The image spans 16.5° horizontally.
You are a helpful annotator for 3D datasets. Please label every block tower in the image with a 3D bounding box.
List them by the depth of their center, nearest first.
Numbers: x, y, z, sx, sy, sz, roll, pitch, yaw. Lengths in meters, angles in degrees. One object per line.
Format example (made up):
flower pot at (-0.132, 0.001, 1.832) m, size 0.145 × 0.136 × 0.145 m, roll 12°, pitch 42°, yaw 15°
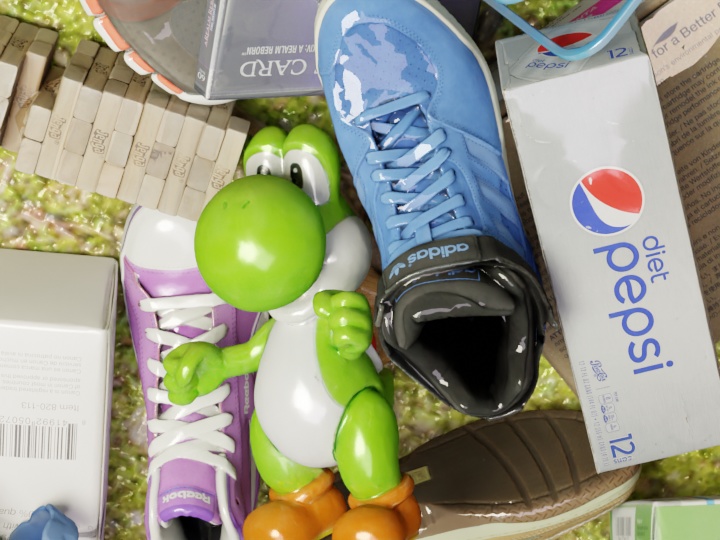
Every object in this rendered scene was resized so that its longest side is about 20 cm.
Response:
block tower at (-0.153, -0.081, 1.172) m, size 0.199 × 0.058 × 0.054 m, roll 18°, pitch 117°, yaw -4°

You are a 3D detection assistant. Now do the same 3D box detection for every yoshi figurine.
yoshi figurine at (-0.034, 0.036, 1.142) m, size 0.112 × 0.112 × 0.201 m, roll -10°, pitch 99°, yaw -9°

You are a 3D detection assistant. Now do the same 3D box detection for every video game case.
video game case at (0.004, -0.174, 1.120) m, size 0.142 × 0.019 × 0.201 m, roll -5°, pitch 120°, yaw -32°

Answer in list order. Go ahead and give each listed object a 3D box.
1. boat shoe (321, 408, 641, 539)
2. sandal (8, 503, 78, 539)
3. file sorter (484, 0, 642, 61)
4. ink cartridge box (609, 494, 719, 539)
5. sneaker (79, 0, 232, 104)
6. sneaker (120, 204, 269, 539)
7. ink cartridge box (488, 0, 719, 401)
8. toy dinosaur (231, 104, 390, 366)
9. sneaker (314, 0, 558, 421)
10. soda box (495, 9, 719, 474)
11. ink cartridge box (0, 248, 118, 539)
boat shoe at (0.052, 0.129, 1.284) m, size 0.199 × 0.072 × 0.076 m, roll -13°, pitch 132°, yaw 10°
sandal at (-0.168, 0.188, 1.204) m, size 0.086 × 0.080 × 0.201 m, roll -9°, pitch 118°, yaw -1°
file sorter at (0.047, -0.202, 1.036) m, size 0.200 × 0.123 × 0.139 m, roll 34°, pitch 96°, yaw -39°
ink cartridge box at (0.233, 0.141, 1.253) m, size 0.198 × 0.104 × 0.060 m, roll -2°, pitch 85°, yaw -6°
sneaker at (-0.089, -0.162, 1.112) m, size 0.082 × 0.077 × 0.201 m, roll -3°, pitch 124°, yaw 46°
sneaker at (-0.079, 0.064, 1.217) m, size 0.072 × 0.114 × 0.202 m, roll -6°, pitch 114°, yaw 3°
ink cartridge box at (0.144, -0.051, 1.187) m, size 0.199 × 0.075 × 0.165 m, roll -34°, pitch 110°, yaw 16°
toy dinosaur at (0.000, 0.000, 1.217) m, size 0.105 × 0.061 × 0.201 m, roll -12°, pitch 115°, yaw 6°
sneaker at (0.033, -0.028, 1.096) m, size 0.076 × 0.111 × 0.201 m, roll -16°, pitch 114°, yaw 9°
soda box at (0.116, -0.012, 1.129) m, size 0.068 × 0.064 × 0.201 m, roll -14°, pitch 115°, yaw 6°
ink cartridge box at (-0.199, 0.094, 1.244) m, size 0.145 × 0.083 × 0.201 m, roll 4°, pitch 116°, yaw -4°
